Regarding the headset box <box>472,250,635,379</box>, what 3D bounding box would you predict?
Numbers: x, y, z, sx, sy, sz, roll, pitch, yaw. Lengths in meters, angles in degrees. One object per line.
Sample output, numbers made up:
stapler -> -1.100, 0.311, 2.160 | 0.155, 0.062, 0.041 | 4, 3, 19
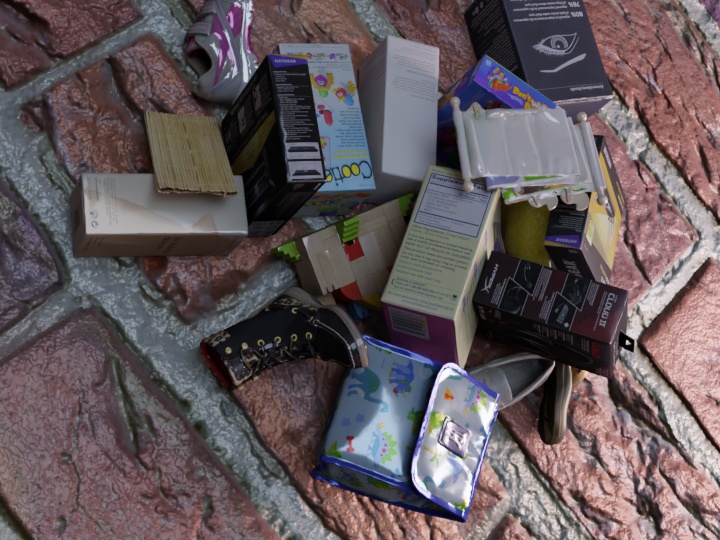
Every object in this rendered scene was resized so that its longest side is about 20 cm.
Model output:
headset box -> 0.254, 0.061, 1.462 | 0.198, 0.149, 0.078 | 19, 74, 18

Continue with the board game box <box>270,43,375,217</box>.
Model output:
board game box -> -0.061, -0.181, 1.499 | 0.104, 0.103, 0.203 | -4, 75, -25

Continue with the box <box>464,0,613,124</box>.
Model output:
box -> 0.259, -0.316, 1.682 | 0.146, 0.104, 0.202 | -8, 77, -26

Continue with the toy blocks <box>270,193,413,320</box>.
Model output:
toy blocks -> 0.000, 0.000, 1.485 | 0.198, 0.100, 0.138 | -24, 96, -28

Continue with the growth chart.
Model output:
growth chart -> 0.209, -0.143, 1.424 | 0.197, 0.018, 0.147 | 3, 71, -12

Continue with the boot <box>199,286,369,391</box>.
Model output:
boot -> -0.092, 0.093, 1.363 | 0.149, 0.199, 0.074 | -26, 121, -23

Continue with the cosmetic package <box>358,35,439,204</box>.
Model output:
cosmetic package -> 0.047, -0.198, 1.550 | 0.084, 0.107, 0.203 | 9, 72, -21

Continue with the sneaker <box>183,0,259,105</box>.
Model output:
sneaker -> -0.187, -0.309, 1.497 | 0.087, 0.081, 0.203 | -2, 74, -26

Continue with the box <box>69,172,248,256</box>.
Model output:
box -> -0.244, -0.066, 1.389 | 0.198, 0.095, 0.079 | -1, 75, -23

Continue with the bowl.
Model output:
bowl -> 0.237, -0.076, 1.581 | 0.106, 0.201, 0.202 | 7, 64, 23

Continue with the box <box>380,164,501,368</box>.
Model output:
box -> 0.107, 0.003, 1.461 | 0.096, 0.176, 0.202 | 14, 65, 15

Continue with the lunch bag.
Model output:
lunch bag -> 0.060, 0.196, 1.404 | 0.198, 0.128, 0.172 | 21, 67, -3

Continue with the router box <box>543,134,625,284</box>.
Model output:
router box -> 0.303, -0.068, 1.535 | 0.052, 0.200, 0.159 | 7, 73, 24

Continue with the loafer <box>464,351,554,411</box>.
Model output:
loafer -> 0.169, 0.152, 1.513 | 0.198, 0.070, 0.071 | -23, 84, -28

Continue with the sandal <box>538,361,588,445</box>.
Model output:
sandal -> 0.283, 0.140, 1.561 | 0.053, 0.080, 0.203 | 11, 75, -8

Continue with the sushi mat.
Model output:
sushi mat -> -0.210, -0.144, 1.403 | 0.094, 0.012, 0.201 | 4, 32, -19

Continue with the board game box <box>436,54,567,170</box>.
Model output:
board game box -> 0.168, -0.194, 1.548 | 0.134, 0.200, 0.045 | 33, 64, -11

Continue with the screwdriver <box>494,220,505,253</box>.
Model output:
screwdriver -> 0.190, -0.016, 1.523 | 0.028, 0.201, 0.029 | -24, 53, 0

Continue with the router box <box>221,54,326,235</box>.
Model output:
router box -> -0.109, -0.148, 1.404 | 0.052, 0.200, 0.159 | -4, 76, -24
